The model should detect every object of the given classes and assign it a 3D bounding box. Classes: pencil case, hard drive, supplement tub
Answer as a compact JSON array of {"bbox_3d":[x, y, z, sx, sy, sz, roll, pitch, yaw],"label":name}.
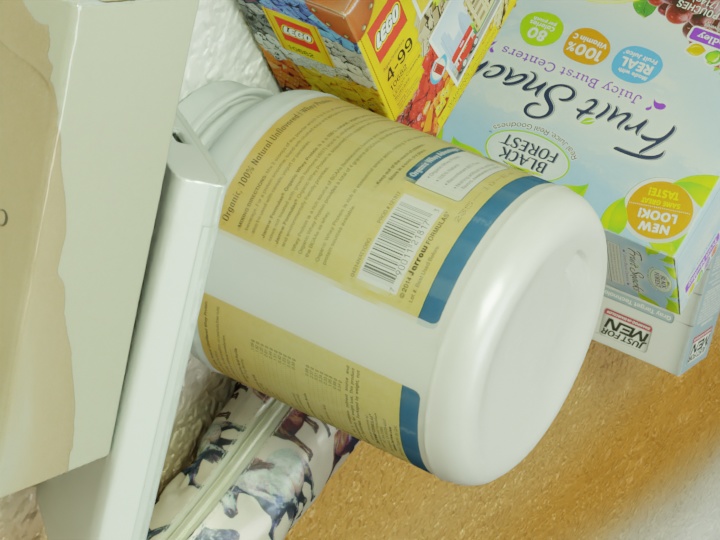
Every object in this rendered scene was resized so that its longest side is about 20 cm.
[{"bbox_3d":[-0.064,0.115,1.067,0.200,0.078,0.090,-54,172,-25],"label":"pencil case"},{"bbox_3d":[-0.103,0.035,0.886,0.026,0.132,0.201,8,108,-20],"label":"hard drive"},{"bbox_3d":[0.000,0.000,0.955,0.145,0.199,0.145,-44,147,-39],"label":"supplement tub"}]

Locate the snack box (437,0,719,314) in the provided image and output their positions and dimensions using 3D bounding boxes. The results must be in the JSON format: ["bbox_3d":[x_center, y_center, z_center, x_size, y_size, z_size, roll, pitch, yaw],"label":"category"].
[{"bbox_3d":[0.126,-0.090,1.133,0.169,0.199,0.068,-56,153,-21],"label":"snack box"}]

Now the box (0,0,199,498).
[{"bbox_3d":[-0.136,-0.025,0.791,0.078,0.095,0.201,-19,125,-57],"label":"box"}]

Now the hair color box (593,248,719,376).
[{"bbox_3d":[0.228,-0.036,1.502,0.061,0.099,0.201,-23,131,-57],"label":"hair color box"}]

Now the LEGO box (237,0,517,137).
[{"bbox_3d":[0.028,-0.176,1.011,0.201,0.077,0.149,-59,154,-17],"label":"LEGO box"}]
